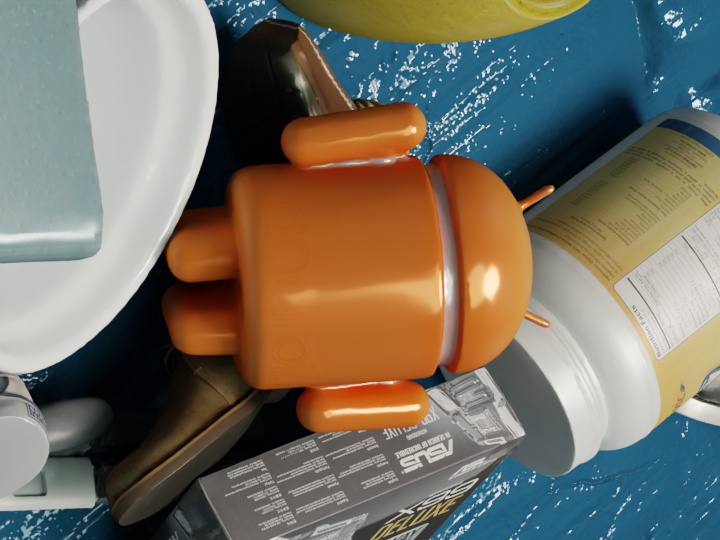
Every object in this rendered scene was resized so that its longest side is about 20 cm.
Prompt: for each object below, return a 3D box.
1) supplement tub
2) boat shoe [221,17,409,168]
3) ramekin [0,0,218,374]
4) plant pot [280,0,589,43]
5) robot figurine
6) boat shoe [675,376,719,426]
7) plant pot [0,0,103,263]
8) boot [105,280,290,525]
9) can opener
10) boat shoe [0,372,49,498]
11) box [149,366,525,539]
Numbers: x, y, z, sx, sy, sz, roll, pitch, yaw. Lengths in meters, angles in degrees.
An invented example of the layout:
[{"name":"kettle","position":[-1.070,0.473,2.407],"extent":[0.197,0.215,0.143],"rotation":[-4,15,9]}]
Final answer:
[{"name":"supplement tub","position":[0.153,0.013,1.679],"extent":[0.200,0.145,0.145],"rotation":[-36,131,-22]},{"name":"boat shoe","position":[-0.013,-0.059,1.552],"extent":[0.074,0.076,0.200],"rotation":[-48,138,-27]},{"name":"ramekin","position":[-0.162,-0.062,1.352],"extent":[0.200,0.098,0.201],"rotation":[-49,153,-36]},{"name":"plant pot","position":[0.059,-0.199,1.488],"extent":[0.200,0.142,0.200],"rotation":[-20,123,-34]},{"name":"robot figurine","position":[0.000,0.002,1.463],"extent":[0.200,0.144,0.117],"rotation":[-4,159,-9]},{"name":"boat shoe","position":[0.265,0.068,1.864],"extent":[0.200,0.074,0.060],"rotation":[12,108,-36]},{"name":"plant pot","position":[-0.250,-0.085,1.168],"extent":[0.200,0.196,0.197],"rotation":[-12,97,-51]},{"name":"boot","position":[-0.084,0.058,1.512],"extent":[0.200,0.075,0.074],"rotation":[-46,180,-44]},{"name":"can opener","position":[-0.119,0.096,1.525],"extent":[0.200,0.067,0.053],"rotation":[2,76,-43]},{"name":"boat shoe","position":[-0.253,0.099,1.414],"extent":[0.200,0.066,0.072],"rotation":[-25,133,-4]},{"name":"box","position":[-0.026,0.136,1.591],"extent":[0.200,0.050,0.158],"rotation":[-19,160,-34]}]
